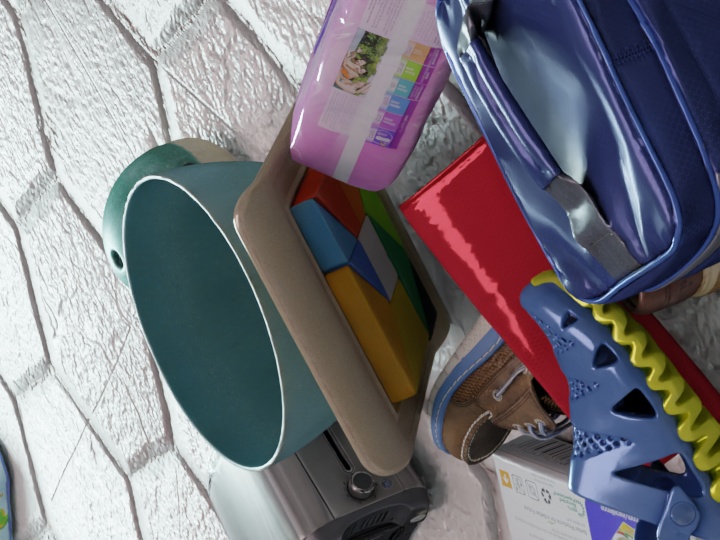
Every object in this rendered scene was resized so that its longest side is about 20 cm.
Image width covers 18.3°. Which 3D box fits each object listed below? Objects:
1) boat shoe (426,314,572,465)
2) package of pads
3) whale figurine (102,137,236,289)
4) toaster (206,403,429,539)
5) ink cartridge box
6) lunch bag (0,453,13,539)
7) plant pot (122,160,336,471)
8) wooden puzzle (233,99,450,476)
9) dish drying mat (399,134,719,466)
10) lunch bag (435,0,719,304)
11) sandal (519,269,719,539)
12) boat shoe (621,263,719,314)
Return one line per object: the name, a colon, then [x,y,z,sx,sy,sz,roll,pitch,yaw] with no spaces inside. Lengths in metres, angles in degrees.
boat shoe: [0.097,0.058,1.278,0.072,0.072,0.200,47,143,21]
package of pads: [0.023,-0.147,1.213,0.200,0.075,0.121,115,170,-55]
whale figurine: [-0.112,0.002,1.596,0.200,0.104,0.159,57,151,20]
toaster: [-0.036,0.161,1.571,0.129,0.113,0.200,61,155,22]
ink cartridge box: [0.163,0.209,1.309,0.198,0.043,0.201,14,120,58]
lunch bag: [-0.442,0.233,2.413,0.161,0.082,0.200,49,147,37]
plant pot: [-0.048,0.012,1.448,0.200,0.135,0.201,41,143,41]
wooden puzzle: [0.000,0.000,1.310,0.185,0.037,0.200,63,-160,-15]
dish drying mat: [0.110,0.021,1.204,0.077,0.018,0.200,-40,92,25]
lunch bag: [0.123,-0.094,1.055,0.200,0.132,0.136,63,153,8]
sandal: [0.141,0.090,1.154,0.200,0.087,0.079,54,-174,-1]
boat shoe: [0.114,-0.066,1.159,0.200,0.072,0.072,62,153,11]
